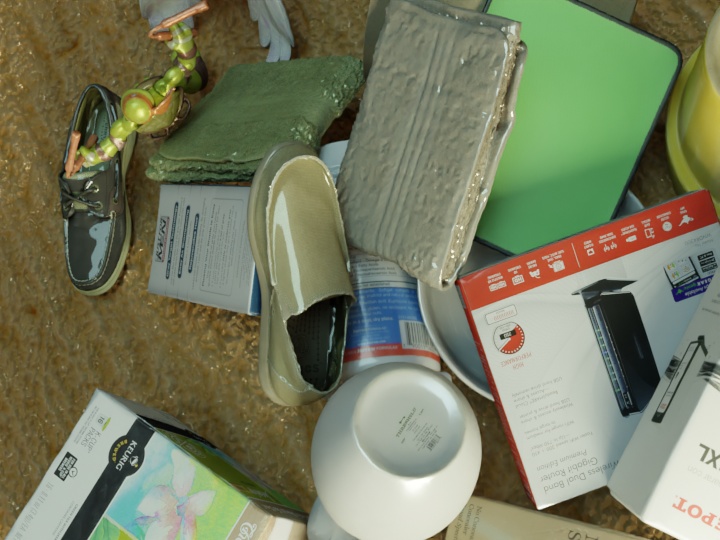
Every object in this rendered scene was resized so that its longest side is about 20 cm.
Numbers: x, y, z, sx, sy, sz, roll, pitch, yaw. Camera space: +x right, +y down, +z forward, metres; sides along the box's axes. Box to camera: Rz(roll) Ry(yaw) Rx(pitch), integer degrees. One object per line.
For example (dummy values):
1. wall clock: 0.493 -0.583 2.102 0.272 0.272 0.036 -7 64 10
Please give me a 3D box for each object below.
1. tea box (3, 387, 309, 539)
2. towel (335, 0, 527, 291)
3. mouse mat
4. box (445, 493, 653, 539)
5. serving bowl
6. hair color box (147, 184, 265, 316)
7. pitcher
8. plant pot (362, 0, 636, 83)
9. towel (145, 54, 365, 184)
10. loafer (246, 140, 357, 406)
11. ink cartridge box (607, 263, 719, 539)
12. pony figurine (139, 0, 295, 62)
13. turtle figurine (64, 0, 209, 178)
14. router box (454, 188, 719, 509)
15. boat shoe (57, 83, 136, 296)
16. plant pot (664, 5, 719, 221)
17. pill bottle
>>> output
1. tea box: -0.170 0.239 0.976 0.195 0.134 0.201 29 85 23
2. towel: 0.047 -0.101 0.896 0.132 0.034 0.202 26 102 40
3. mouse mat: 0.141 -0.109 0.921 0.159 0.008 0.202 24 93 1
4. box: 0.161 0.232 0.876 0.198 0.078 0.096 7 77 31
5. serving bowl: 0.141 0.011 0.958 0.197 0.066 0.203 0 86 0
6. hair color box: -0.109 -0.019 1.006 0.199 0.060 0.102 8 90 56
7. pitcher: 0.033 0.129 0.890 0.120 0.201 0.172 30 63 8
8. plant pot: 0.125 -0.218 0.998 0.197 0.187 0.190 17 80 10
9. towel: -0.092 -0.131 1.055 0.198 0.037 0.149 2 48 44
10. loafer: -0.037 0.005 0.893 0.068 0.075 0.203 9 105 52
11. ink cartridge box: 0.286 0.105 0.830 0.145 0.084 0.202 26 92 -7
12. pony figurine: -0.132 -0.305 1.110 0.164 0.194 0.202 11 59 18
13. turtle figurine: -0.179 -0.161 1.074 0.064 0.161 0.200 38 106 -7
14. router box: 0.192 0.057 0.895 0.198 0.049 0.182 -20 90 -2
15. boat shoe: -0.258 -0.080 1.136 0.071 0.066 0.204 -1 74 19
16. plant pot: 0.323 -0.125 0.884 0.198 0.189 0.204 -6 72 17
17. pill bottle: 0.000 0.000 1.000 0.111 0.112 0.203 -13 70 15
